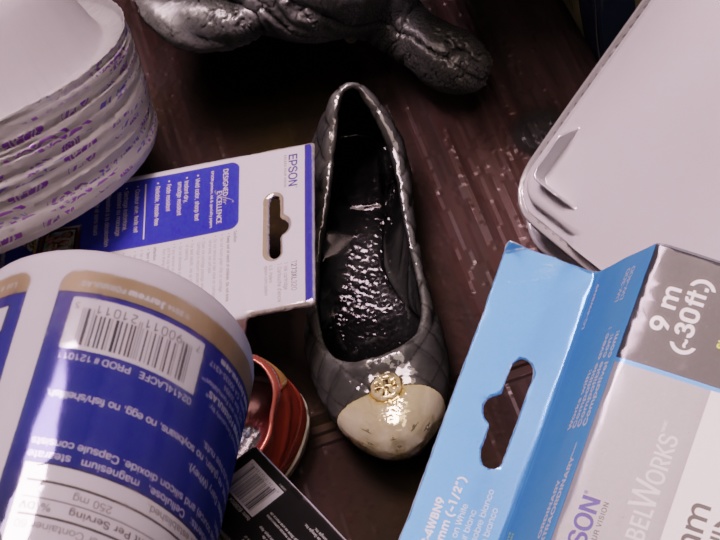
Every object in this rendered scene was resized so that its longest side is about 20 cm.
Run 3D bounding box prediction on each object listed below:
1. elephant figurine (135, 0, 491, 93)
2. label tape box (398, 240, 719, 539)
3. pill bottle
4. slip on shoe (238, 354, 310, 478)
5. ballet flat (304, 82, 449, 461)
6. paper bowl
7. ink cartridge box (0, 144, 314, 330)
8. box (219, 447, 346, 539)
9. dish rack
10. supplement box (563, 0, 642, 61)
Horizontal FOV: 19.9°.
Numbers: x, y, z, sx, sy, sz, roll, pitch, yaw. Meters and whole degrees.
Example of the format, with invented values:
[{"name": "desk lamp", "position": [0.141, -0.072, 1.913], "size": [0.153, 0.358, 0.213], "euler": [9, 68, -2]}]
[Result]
[{"name": "elephant figurine", "position": [-0.048, -0.169, 1.028], "size": [0.154, 0.142, 0.201], "euler": [-25, 52, -11]}, {"name": "label tape box", "position": [0.125, 0.073, 0.792], "size": [0.198, 0.066, 0.144], "euler": [19, 75, 13]}, {"name": "pill bottle", "position": [-0.111, 0.103, 0.744], "size": [0.115, 0.116, 0.201], "euler": [3, 53, 13]}, {"name": "slip on shoe", "position": [-0.088, 0.118, 0.888], "size": [0.074, 0.061, 0.201], "euler": [23, 63, 22]}, {"name": "ballet flat", "position": [0.000, 0.000, 0.958], "size": [0.066, 0.057, 0.201], "euler": [-11, 53, 1]}, {"name": "paper bowl", "position": [-0.204, -0.085, 0.986], "size": [0.199, 0.105, 0.201], "euler": [-12, 26, 6]}, {"name": "ink cartridge box", "position": [-0.113, 0.002, 0.972], "size": [0.198, 0.037, 0.095], "euler": [-12, 52, 13]}, {"name": "box", "position": [0.015, 0.163, 0.784], "size": [0.035, 0.110, 0.200], "euler": [-36, 45, -14]}, {"name": "dish rack", "position": [0.165, -0.067, 0.922], "size": [0.172, 0.043, 0.201], "euler": [41, 100, 40]}, {"name": "supplement box", "position": [0.170, -0.248, 1.057], "size": [0.198, 0.135, 0.201], "euler": [-20, 53, -3]}]
